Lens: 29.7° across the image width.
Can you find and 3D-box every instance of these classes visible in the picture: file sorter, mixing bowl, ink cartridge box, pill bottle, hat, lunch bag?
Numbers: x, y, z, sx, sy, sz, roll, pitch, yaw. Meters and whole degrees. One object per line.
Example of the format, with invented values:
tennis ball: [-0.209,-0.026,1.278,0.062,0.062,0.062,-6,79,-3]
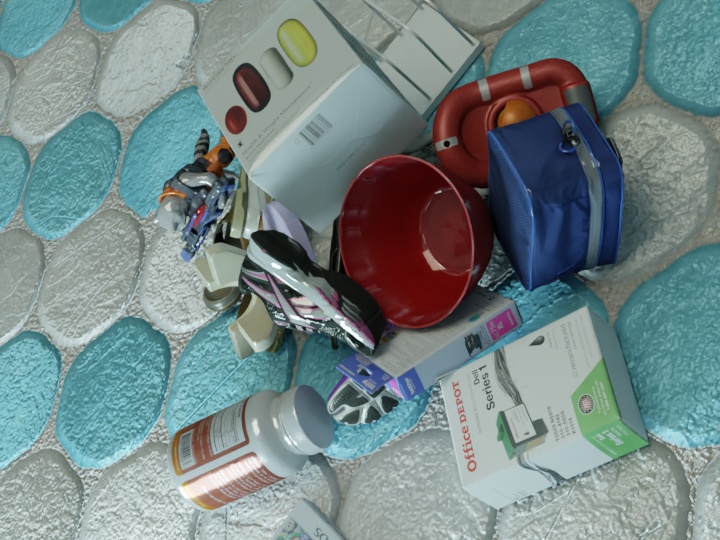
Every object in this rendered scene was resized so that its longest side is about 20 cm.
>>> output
file sorter: [0.035,-0.280,1.821,0.200,0.124,0.139,-50,47,5]
mixing bowl: [0.082,-0.040,1.591,0.199,0.108,0.203,9,104,40]
ink cartridge box: [0.197,0.153,1.492,0.199,0.084,0.147,-29,52,23]
pill bottle: [-0.136,0.219,1.703,0.199,0.112,0.113,-26,53,25]
ink cartridge box: [0.078,0.086,1.573,0.199,0.042,0.119,-30,22,-14]
hat: [0.000,0.000,1.710,0.080,0.201,0.203,0,62,-1]
lunch bag: [0.224,-0.090,1.516,0.131,0.201,0.137,-18,53,-9]

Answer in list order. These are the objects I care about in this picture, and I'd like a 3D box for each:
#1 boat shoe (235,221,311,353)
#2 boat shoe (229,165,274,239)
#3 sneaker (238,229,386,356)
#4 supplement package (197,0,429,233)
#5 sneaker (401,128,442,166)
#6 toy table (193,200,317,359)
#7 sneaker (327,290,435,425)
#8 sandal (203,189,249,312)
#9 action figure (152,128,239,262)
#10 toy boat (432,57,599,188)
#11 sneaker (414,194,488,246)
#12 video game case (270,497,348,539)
boat shoe: [-0.113,0.012,1.837,0.073,0.062,0.202,-17,51,62]
boat shoe: [-0.137,-0.103,1.866,0.201,0.068,0.075,-89,11,-54]
sneaker: [-0.060,0.039,1.592,0.200,0.080,0.087,39,120,14]
supplement package: [-0.062,-0.198,1.656,0.191,0.147,0.200,-44,44,9]
sneaker: [0.113,-0.144,1.736,0.199,0.075,0.089,-21,70,34]
toy table: [-0.124,0.017,1.706,0.116,0.202,0.184,-27,33,-17]
sneaker: [0.030,0.104,1.672,0.200,0.081,0.083,-49,32,-7]
sandal: [-0.182,-0.041,1.911,0.081,0.055,0.202,4,65,39]
action figure: [-0.233,-0.110,1.913,0.200,0.104,0.194,-55,0,44]
toy boat: [0.182,-0.173,1.603,0.198,0.131,0.132,-16,91,9]
sneaker: [0.107,-0.079,1.676,0.198,0.071,0.084,-15,87,32]
video game case: [-0.074,0.403,1.616,0.182,0.024,0.201,37,92,44]
